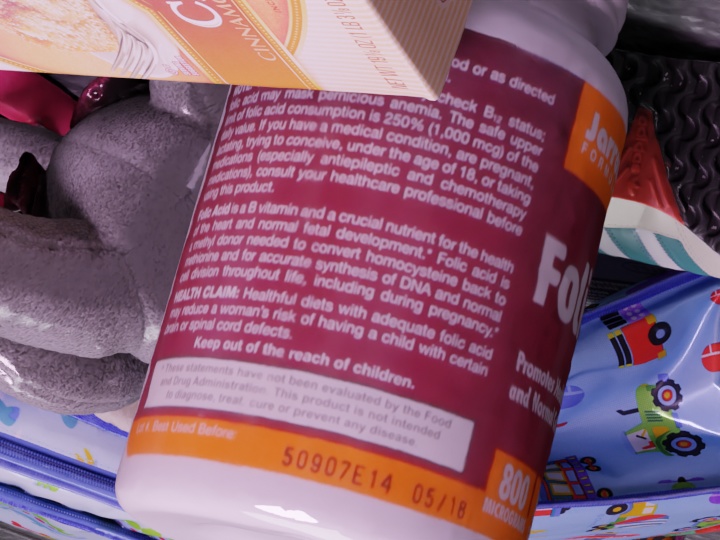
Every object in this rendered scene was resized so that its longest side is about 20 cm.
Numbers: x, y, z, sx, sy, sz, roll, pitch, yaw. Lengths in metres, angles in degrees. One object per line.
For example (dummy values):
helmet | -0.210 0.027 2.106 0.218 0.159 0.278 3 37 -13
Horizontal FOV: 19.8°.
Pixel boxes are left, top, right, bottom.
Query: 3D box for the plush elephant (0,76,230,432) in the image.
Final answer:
plush elephant | -0.075 -0.023 0.707 0.200 0.165 0.155 29 169 -23

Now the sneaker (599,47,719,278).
sneaker | 0.101 -0.037 0.701 0.200 0.070 0.093 14 -179 -1

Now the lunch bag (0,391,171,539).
lunch bag | -0.124 0.069 0.871 0.200 0.083 0.161 23 163 -20

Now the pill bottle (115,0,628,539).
pill bottle | 0.011 -0.014 0.583 0.114 0.200 0.114 14 166 4

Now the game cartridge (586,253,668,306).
game cartridge | 0.147 0.001 0.830 0.200 0.042 0.133 7 159 28

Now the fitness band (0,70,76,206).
fitness band | -0.168 -0.051 0.828 0.144 0.037 0.200 13 164 17

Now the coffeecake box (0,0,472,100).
coffeecake box | -0.085 -0.118 0.518 0.200 0.073 0.154 7 155 30

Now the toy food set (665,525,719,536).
toy food set | 0.216 0.084 0.921 0.200 0.049 0.198 -10 171 10

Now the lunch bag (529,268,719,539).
lunch bag | 0.048 0.071 0.764 0.200 0.094 0.151 -15 171 -14

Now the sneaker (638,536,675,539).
sneaker | 0.092 0.149 0.968 0.078 0.112 0.200 -10 161 31

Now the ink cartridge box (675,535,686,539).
ink cartridge box | 0.096 0.158 1.106 0.144 0.200 0.085 13 134 11

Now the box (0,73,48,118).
box | -0.189 -0.068 0.913 0.143 0.036 0.200 6 164 28
